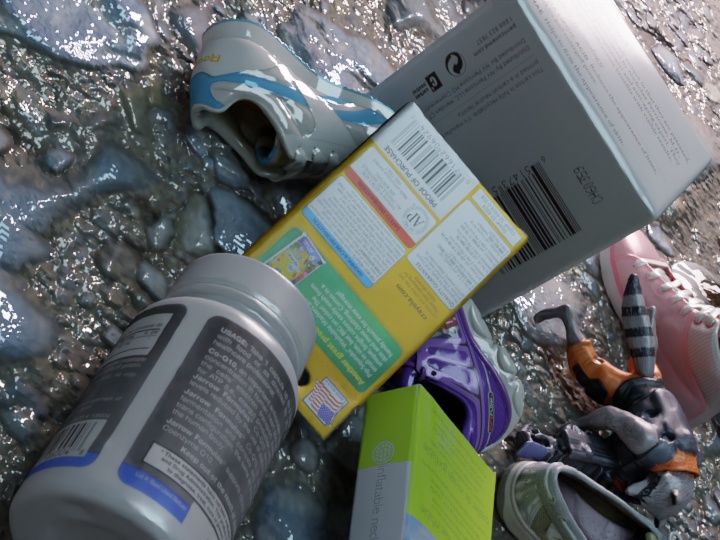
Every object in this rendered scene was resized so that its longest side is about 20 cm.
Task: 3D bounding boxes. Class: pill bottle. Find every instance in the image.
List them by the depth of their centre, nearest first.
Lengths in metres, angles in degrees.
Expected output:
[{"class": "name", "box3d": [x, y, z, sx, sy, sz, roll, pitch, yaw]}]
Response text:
[{"class": "pill bottle", "box3d": [-0.102, 0.088, 0.770, 0.114, 0.113, 0.201, 45, 42, -16]}]

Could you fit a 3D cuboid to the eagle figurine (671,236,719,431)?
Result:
[{"class": "eagle figurine", "box3d": [0.388, 0.072, 1.303, 0.150, 0.151, 0.203, -10, 106, -8]}]

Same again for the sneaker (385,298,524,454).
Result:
[{"class": "sneaker", "box3d": [0.042, 0.043, 0.979, 0.083, 0.081, 0.201, -32, 88, -38]}]

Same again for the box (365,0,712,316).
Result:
[{"class": "box", "box3d": [0.125, -0.101, 1.054, 0.201, 0.198, 0.130, 57, 39, -2]}]

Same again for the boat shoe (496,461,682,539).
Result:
[{"class": "boat shoe", "box3d": [0.191, 0.208, 1.026, 0.201, 0.065, 0.075, 40, 58, -19]}]

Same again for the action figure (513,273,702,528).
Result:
[{"class": "action figure", "box3d": [0.206, 0.108, 1.090, 0.198, 0.104, 0.195, 10, 51, -43]}]

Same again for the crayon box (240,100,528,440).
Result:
[{"class": "crayon box", "box3d": [0.000, 0.000, 0.921, 0.200, 0.052, 0.126, -43, 95, -16]}]

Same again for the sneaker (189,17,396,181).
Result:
[{"class": "sneaker", "box3d": [-0.038, -0.096, 0.989, 0.199, 0.076, 0.082, 28, 57, -24]}]

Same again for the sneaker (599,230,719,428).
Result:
[{"class": "sneaker", "box3d": [0.286, 0.037, 1.212, 0.075, 0.104, 0.203, 7, 60, -41]}]

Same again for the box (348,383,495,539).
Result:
[{"class": "box", "box3d": [0.039, 0.191, 0.879, 0.122, 0.047, 0.202, 51, 36, -41]}]
